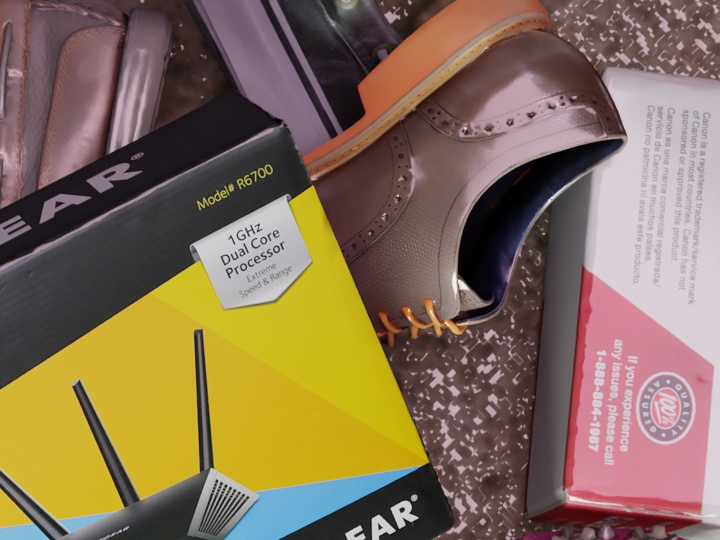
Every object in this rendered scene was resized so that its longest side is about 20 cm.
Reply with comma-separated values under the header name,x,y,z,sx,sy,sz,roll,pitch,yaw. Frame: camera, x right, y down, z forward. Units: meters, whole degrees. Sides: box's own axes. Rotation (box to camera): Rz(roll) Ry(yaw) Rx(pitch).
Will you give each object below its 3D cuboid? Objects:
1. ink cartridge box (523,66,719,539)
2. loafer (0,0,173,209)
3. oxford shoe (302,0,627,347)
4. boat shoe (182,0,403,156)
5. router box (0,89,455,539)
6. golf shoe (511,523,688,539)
name,x,y,z,sx,sy,sz,roll,pitch,yaw
ink cartridge box,0.164,0.021,0.979,0.200,0.084,0.145,7,80,-5
loafer,-0.111,0.005,0.957,0.063,0.072,0.200,14,78,-5
oxford shoe,0.000,0.000,0.943,0.200,0.071,0.073,-46,65,14
boat shoe,-0.030,-0.112,0.949,0.071,0.072,0.200,-30,129,-5
router box,-0.089,0.057,0.881,0.200,0.051,0.149,-29,114,-11
golf shoe,0.021,0.131,0.952,0.200,0.075,0.092,2,124,13
